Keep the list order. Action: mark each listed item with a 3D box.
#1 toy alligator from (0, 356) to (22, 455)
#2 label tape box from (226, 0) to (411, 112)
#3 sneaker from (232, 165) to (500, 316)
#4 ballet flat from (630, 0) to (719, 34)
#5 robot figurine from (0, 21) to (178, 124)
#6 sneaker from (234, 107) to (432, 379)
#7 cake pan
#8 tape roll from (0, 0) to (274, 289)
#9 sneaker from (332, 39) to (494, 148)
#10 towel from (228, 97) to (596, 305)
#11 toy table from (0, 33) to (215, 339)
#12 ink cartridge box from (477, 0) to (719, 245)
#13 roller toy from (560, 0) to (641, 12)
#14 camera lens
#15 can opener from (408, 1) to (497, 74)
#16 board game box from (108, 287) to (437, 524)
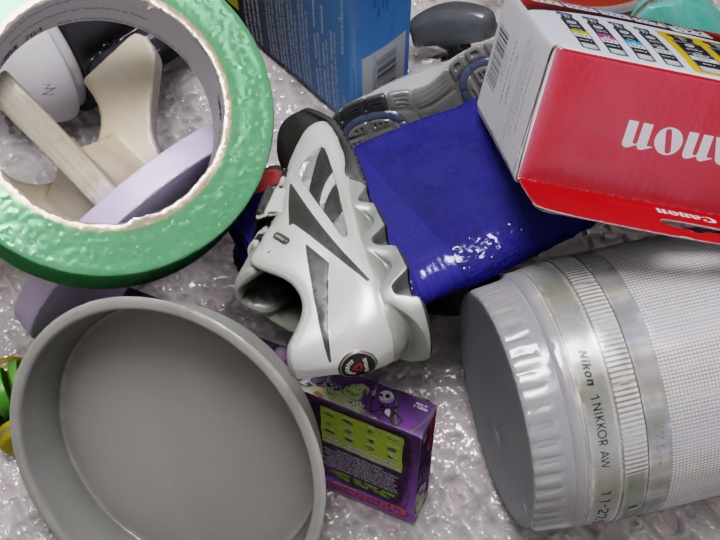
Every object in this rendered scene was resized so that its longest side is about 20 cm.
[{"bbox_3d":[-0.233,0.084,0.778,0.200,0.054,0.059,-18,57,-11],"label":"toy alligator"},{"bbox_3d":[-0.049,-0.226,0.929,0.066,0.143,0.200,-35,63,-20],"label":"label tape box"},{"bbox_3d":[0.000,0.000,0.823,0.200,0.071,0.098,21,59,17],"label":"sneaker"},{"bbox_3d":[0.238,-0.122,0.835,0.067,0.200,0.070,-28,64,16],"label":"ballet flat"},{"bbox_3d":[-0.207,-0.194,0.925,0.200,0.150,0.125,-37,97,-23],"label":"robot figurine"},{"bbox_3d":[-0.034,-0.020,0.674,0.088,0.074,0.200,-17,43,-7],"label":"sneaker"},{"bbox_3d":[-0.107,0.103,0.697,0.200,0.200,0.037,19,26,13],"label":"cake pan"},{"bbox_3d":[-0.153,-0.091,0.718,0.200,0.048,0.201,3,78,-14],"label":"tape roll"},{"bbox_3d":[0.074,-0.129,0.867,0.200,0.075,0.087,-12,22,23],"label":"sneaker"},{"bbox_3d":[0.029,-0.028,0.758,0.200,0.050,0.148,-26,45,-14],"label":"towel"},{"bbox_3d":[-0.176,-0.061,0.814,0.200,0.184,0.117,-40,78,-16],"label":"toy table"},{"bbox_3d":[0.185,-0.086,0.701,0.200,0.084,0.176,9,25,-9],"label":"ink cartridge box"},{"bbox_3d":[0.191,-0.312,0.958,0.182,0.200,0.140,6,55,11],"label":"roller toy"},{"bbox_3d":[0.175,0.061,0.726,0.200,0.160,0.160,-12,57,-7],"label":"camera lens"},{"bbox_3d":[0.116,-0.166,0.899,0.200,0.067,0.053,7,35,41],"label":"can opener"},{"bbox_3d":[-0.052,0.084,0.737,0.200,0.120,0.032,20,53,13],"label":"board game box"}]
